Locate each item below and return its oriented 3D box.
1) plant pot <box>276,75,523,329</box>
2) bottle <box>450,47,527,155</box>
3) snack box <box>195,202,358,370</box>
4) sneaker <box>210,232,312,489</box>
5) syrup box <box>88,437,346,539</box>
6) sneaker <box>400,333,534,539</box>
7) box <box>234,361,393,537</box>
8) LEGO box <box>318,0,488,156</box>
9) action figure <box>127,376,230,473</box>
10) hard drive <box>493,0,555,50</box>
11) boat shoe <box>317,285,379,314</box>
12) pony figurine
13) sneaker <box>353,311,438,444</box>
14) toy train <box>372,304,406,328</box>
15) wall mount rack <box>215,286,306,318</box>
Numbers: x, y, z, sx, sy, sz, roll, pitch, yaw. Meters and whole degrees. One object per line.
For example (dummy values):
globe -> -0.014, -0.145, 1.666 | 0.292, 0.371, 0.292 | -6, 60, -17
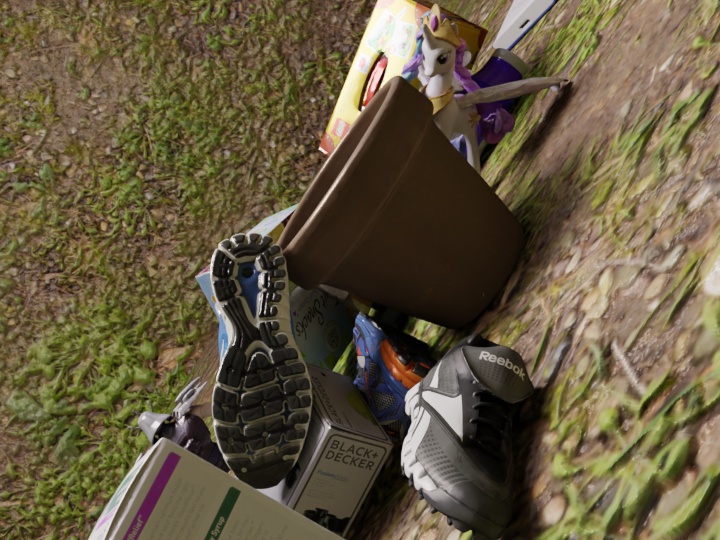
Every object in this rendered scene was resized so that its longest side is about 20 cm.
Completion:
plant pot -> 0.044, -0.041, 0.846 | 0.201, 0.174, 0.200 | -54, 11, 16
bottle -> 0.129, -0.172, 1.150 | 0.200, 0.065, 0.084 | -57, 2, -1
snack box -> -0.082, 0.034, 1.072 | 0.067, 0.169, 0.200 | -21, 13, 25
sneaker -> -0.078, 0.075, 0.769 | 0.089, 0.078, 0.201 | 89, 177, -68
syrup box -> -0.057, 0.185, 0.557 | 0.079, 0.200, 0.082 | -43, 17, 56
sneaker -> 0.072, 0.092, 0.611 | 0.091, 0.066, 0.200 | -57, 8, 13
box -> -0.059, 0.189, 0.786 | 0.201, 0.060, 0.117 | -64, 26, 11
LEGO box -> 0.053, -0.217, 1.141 | 0.149, 0.077, 0.201 | -8, -55, -58
action figure -> -0.128, 0.185, 0.888 | 0.130, 0.200, 0.069 | -57, 10, -7
hard drive -> 0.264, -0.419, 1.386 | 0.132, 0.025, 0.200 | -41, 19, 55
boat shoe -> 0.000, 0.000, 1.061 | 0.074, 0.075, 0.200 | -62, -10, 6
pony figurine -> 0.100, -0.163, 0.979 | 0.193, 0.166, 0.201 | -14, -65, -54
sneaker -> 0.019, 0.092, 0.852 | 0.079, 0.075, 0.200 | -61, 8, 5
toy train -> 0.054, 0.006, 1.054 | 0.200, 0.034, 0.046 | -60, 7, -19
wall mount rack -> -0.051, 0.090, 0.928 | 0.074, 0.200, 0.174 | -36, 3, 3
